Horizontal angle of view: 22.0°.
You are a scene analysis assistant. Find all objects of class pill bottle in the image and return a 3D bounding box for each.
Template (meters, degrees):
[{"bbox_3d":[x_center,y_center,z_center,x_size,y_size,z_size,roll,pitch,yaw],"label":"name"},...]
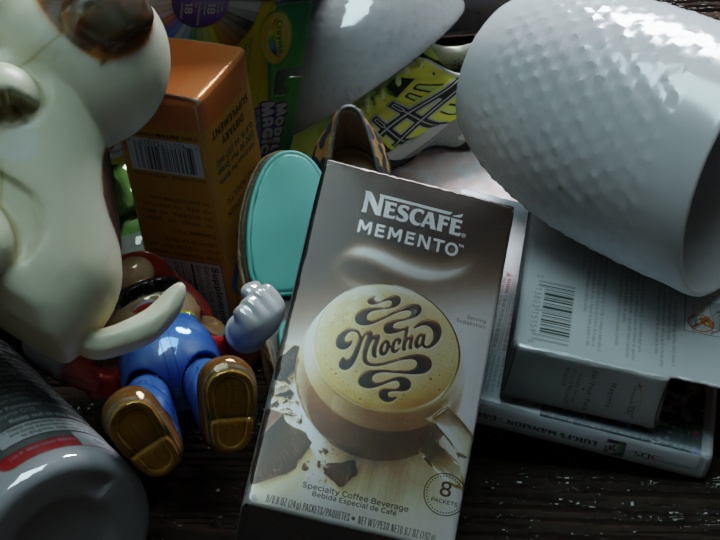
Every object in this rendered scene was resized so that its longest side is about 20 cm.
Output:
[{"bbox_3d":[-0.213,0.104,1.035,0.113,0.115,0.200,-26,40,-26],"label":"pill bottle"}]

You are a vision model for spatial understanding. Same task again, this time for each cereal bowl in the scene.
[{"bbox_3d":[-0.031,-0.167,1.271,0.199,0.084,0.200,-29,16,9],"label":"cereal bowl"}]

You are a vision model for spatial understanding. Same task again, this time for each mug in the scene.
[{"bbox_3d":[0.161,-0.110,1.082,0.174,0.147,0.202,27,89,29],"label":"mug"}]

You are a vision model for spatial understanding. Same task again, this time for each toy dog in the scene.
[{"bbox_3d":[-0.171,-0.066,0.988,0.192,0.140,0.202,16,75,12],"label":"toy dog"}]

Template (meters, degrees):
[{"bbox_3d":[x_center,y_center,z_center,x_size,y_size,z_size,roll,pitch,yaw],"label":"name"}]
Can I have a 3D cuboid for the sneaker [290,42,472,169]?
[{"bbox_3d":[0.024,-0.119,1.288,0.198,0.077,0.076,-18,38,-13],"label":"sneaker"}]

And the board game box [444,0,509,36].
[{"bbox_3d":[0.029,-0.222,1.400,0.197,0.200,0.026,-3,76,2],"label":"board game box"}]

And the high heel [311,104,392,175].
[{"bbox_3d":[0.000,0.000,1.121,0.071,0.144,0.201,-7,36,-4],"label":"high heel"}]

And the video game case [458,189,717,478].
[{"bbox_3d":[0.130,0.033,1.131,0.180,0.024,0.201,13,38,5],"label":"video game case"}]

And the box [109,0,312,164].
[{"bbox_3d":[-0.133,-0.126,1.149,0.198,0.118,0.049,1,31,-17],"label":"box"}]

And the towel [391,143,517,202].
[{"bbox_3d":[0.089,-0.084,1.320,0.189,0.033,0.201,-5,35,2],"label":"towel"}]

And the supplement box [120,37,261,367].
[{"bbox_3d":[-0.096,-0.037,1.136,0.068,0.202,0.067,10,39,22],"label":"supplement box"}]

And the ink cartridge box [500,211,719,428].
[{"bbox_3d":[0.180,0.016,1.110,0.172,0.044,0.201,13,37,2],"label":"ink cartridge box"}]

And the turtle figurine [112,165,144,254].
[{"bbox_3d":[-0.168,-0.046,1.270,0.142,0.201,0.196,8,53,-18],"label":"turtle figurine"}]

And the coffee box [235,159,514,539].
[{"bbox_3d":[0.009,0.055,1.008,0.112,0.080,0.202,13,66,-2],"label":"coffee box"}]

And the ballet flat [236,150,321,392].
[{"bbox_3d":[-0.038,0.030,1.101,0.067,0.072,0.202,-6,65,-17],"label":"ballet flat"}]

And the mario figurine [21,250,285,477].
[{"bbox_3d":[-0.118,0.035,1.043,0.122,0.107,0.200,17,12,-19],"label":"mario figurine"}]
